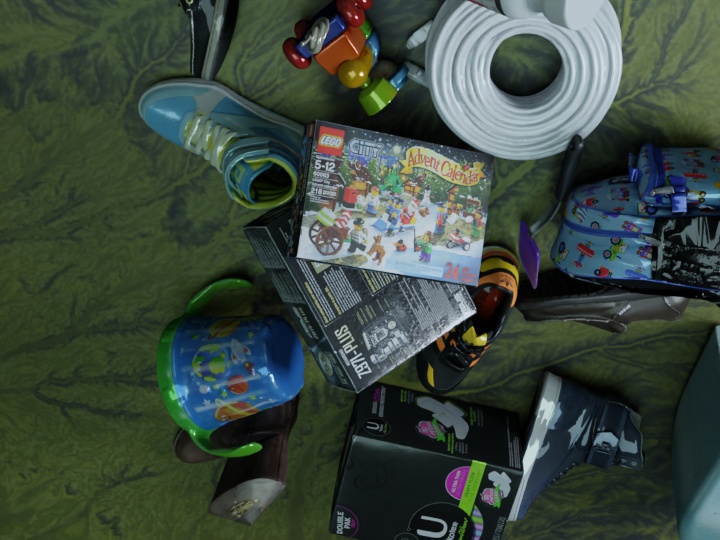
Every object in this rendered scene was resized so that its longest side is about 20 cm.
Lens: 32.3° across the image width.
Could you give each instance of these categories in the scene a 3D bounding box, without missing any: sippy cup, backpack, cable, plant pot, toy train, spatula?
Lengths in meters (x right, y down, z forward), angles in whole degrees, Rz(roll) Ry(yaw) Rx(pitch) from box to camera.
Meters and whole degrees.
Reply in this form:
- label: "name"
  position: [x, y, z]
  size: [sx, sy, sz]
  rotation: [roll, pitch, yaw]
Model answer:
- label: "sippy cup"
  position: [-0.138, 0.107, 1.393]
  size: [0.130, 0.140, 0.178]
  rotation: [-13, 107, 23]
- label: "backpack"
  position: [0.298, -0.053, 1.274]
  size: [0.199, 0.183, 0.135]
  rotation: [4, 110, 15]
- label: "cable"
  position: [0.164, -0.211, 1.254]
  size: [0.200, 0.069, 0.200]
  rotation: [38, 114, -15]
- label: "plant pot"
  position: [0.448, 0.219, 1.398]
  size: [0.196, 0.196, 0.200]
  rotation: [19, 128, -6]
- label: "toy train"
  position: [-0.010, -0.197, 1.198]
  size: [0.085, 0.200, 0.116]
  rotation: [-35, 107, 20]
- label: "spatula"
  position: [0.199, -0.065, 1.311]
  size: [0.020, 0.057, 0.200]
  rotation: [-2, 137, -21]

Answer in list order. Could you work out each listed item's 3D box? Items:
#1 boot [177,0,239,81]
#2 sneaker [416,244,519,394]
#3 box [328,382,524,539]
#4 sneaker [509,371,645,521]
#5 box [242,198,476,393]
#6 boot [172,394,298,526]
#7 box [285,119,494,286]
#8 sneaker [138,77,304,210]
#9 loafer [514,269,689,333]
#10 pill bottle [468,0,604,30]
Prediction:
- label: "boot"
  position: [-0.198, -0.300, 1.236]
  size: [0.153, 0.074, 0.204]
  rotation: [9, 112, 2]
- label: "sneaker"
  position: [0.116, 0.070, 1.393]
  size: [0.070, 0.090, 0.200]
  rotation: [23, 117, -8]
- label: "box"
  position: [0.076, 0.238, 1.466]
  size: [0.199, 0.124, 0.149]
  rotation: [13, 117, -1]
- label: "sneaker"
  position: [0.255, 0.229, 1.474]
  size: [0.146, 0.077, 0.203]
  rotation: [16, 117, -1]
- label: "box"
  position: [0.000, 0.000, 1.309]
  size: [0.164, 0.086, 0.200]
  rotation: [-33, 103, -18]
- label: "boot"
  position: [-0.157, 0.230, 1.436]
  size: [0.186, 0.200, 0.064]
  rotation: [-30, 115, 20]
- label: "box"
  position: [0.032, -0.065, 1.253]
  size: [0.199, 0.038, 0.137]
  rotation: [9, 88, -21]
- label: "sneaker"
  position: [-0.143, -0.130, 1.287]
  size: [0.199, 0.131, 0.080]
  rotation: [17, 119, -4]
- label: "loafer"
  position: [0.270, 0.041, 1.375]
  size: [0.199, 0.073, 0.072]
  rotation: [-4, 115, 7]
- label: "pill bottle"
  position: [0.127, -0.298, 1.141]
  size: [0.200, 0.116, 0.117]
  rotation: [29, 121, 26]
